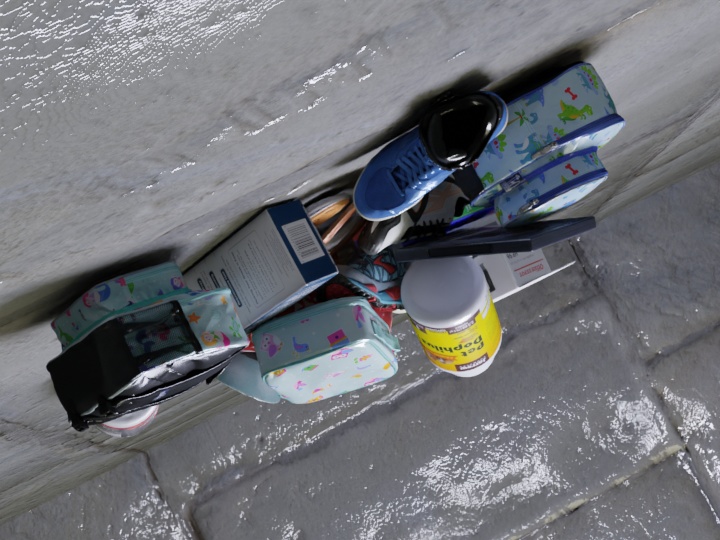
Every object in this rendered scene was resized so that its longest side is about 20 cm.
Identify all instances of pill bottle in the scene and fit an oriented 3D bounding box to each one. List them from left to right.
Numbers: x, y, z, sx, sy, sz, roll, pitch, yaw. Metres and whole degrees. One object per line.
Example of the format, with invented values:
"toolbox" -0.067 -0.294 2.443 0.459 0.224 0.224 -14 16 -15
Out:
"pill bottle" -0.351 0.187 1.853 0.111 0.111 0.200 -25 172 -15
"pill bottle" 0.123 0.064 1.637 0.109 0.109 0.200 -27 148 0

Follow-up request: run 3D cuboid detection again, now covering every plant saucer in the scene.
"plant saucer" -0.185 0.110 1.719 0.039 0.201 0.201 -57 169 4

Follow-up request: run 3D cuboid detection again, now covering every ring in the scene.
"ring" -0.012 -0.049 1.539 0.200 0.019 0.200 -47 175 -6

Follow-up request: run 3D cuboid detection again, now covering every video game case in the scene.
"video game case" 0.160 -0.037 1.509 0.200 0.019 0.143 -5 -171 42

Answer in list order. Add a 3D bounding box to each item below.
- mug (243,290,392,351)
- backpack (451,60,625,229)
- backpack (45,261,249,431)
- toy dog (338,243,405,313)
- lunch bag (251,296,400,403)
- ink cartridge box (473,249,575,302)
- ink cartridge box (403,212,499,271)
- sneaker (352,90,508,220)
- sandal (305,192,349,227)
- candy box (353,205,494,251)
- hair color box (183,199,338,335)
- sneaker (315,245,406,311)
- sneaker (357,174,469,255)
"mug" -0.079 0.073 1.700 0.200 0.133 0.178 1 116 -29
"backpack" 0.212 -0.142 1.474 0.200 0.147 0.183 -32 175 10
"backpack" -0.231 0.078 1.385 0.200 0.151 0.177 -12 167 -39
"toy dog" 0.030 0.001 1.943 0.194 0.140 0.200 0 -173 28
"lunch bag" -0.038 0.099 1.565 0.160 0.077 0.200 -21 160 7
"ink cartridge box" 0.185 0.008 1.754 0.200 0.068 0.116 -28 176 34
"ink cartridge box" 0.092 -0.011 1.769 0.160 0.047 0.200 -23 177 -30
"sneaker" 0.068 -0.123 1.340 0.200 0.077 0.111 -33 177 11
"sandal" -0.083 -0.026 1.549 0.207 0.059 0.079 -33 170 40
"candy box" 0.109 -0.082 1.774 0.200 0.077 0.169 -24 173 -32
"hair color box" -0.124 0.008 1.478 0.060 0.100 0.200 -21 171 -47
"sneaker" 0.000 0.000 1.591 0.079 0.096 0.200 -6 172 23
"sneaker" 0.071 -0.070 1.545 0.200 0.080 0.074 -41 173 -43
